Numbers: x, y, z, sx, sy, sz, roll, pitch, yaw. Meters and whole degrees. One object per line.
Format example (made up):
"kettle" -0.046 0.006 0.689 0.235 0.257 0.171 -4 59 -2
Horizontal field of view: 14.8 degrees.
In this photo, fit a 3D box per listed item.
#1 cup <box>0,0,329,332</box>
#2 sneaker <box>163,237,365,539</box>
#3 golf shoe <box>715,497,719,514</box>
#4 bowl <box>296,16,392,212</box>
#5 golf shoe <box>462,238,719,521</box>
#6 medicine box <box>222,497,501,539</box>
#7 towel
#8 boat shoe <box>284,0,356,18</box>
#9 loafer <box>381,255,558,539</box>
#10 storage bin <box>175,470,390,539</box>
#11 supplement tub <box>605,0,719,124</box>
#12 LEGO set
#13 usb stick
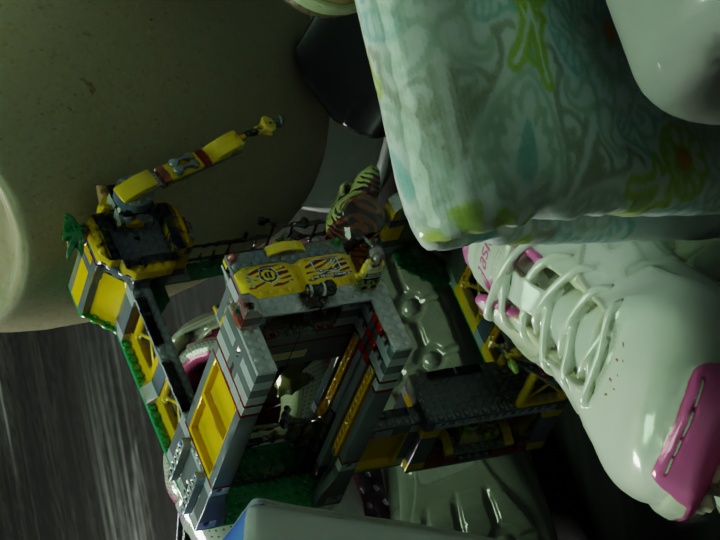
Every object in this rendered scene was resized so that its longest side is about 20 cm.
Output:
"cup" -0.132 -0.055 1.077 0.200 0.143 0.201 16 127 22
"sneaker" -0.036 0.044 1.123 0.200 0.081 0.088 -88 -22 -52
"golf shoe" 0.150 0.050 0.785 0.200 0.072 0.092 154 105 -69
"bowl" -0.054 -0.138 1.117 0.200 0.075 0.200 20 129 22
"golf shoe" 0.072 0.018 0.842 0.200 0.091 0.076 -88 18 -76
"medicine box" -0.021 0.208 0.976 0.182 0.103 0.201 126 151 -61
"towel" 0.061 -0.093 0.794 0.048 0.200 0.172 -23 78 35
"boat shoe" -0.024 -0.191 0.966 0.076 0.072 0.201 -21 87 44
"loafer" 0.043 0.089 1.095 0.070 0.070 0.201 28 -134 -68
"storage bin" -0.017 0.161 1.231 0.135 0.094 0.200 -123 31 -44
"supplement tub" 0.104 -0.151 0.722 0.132 0.132 0.201 131 124 -64
"LEGO set" 0.000 0.000 0.978 0.116 0.199 0.154 114 148 -50
"usb stick" 0.031 -0.122 0.994 0.055 0.033 0.200 51 139 15
